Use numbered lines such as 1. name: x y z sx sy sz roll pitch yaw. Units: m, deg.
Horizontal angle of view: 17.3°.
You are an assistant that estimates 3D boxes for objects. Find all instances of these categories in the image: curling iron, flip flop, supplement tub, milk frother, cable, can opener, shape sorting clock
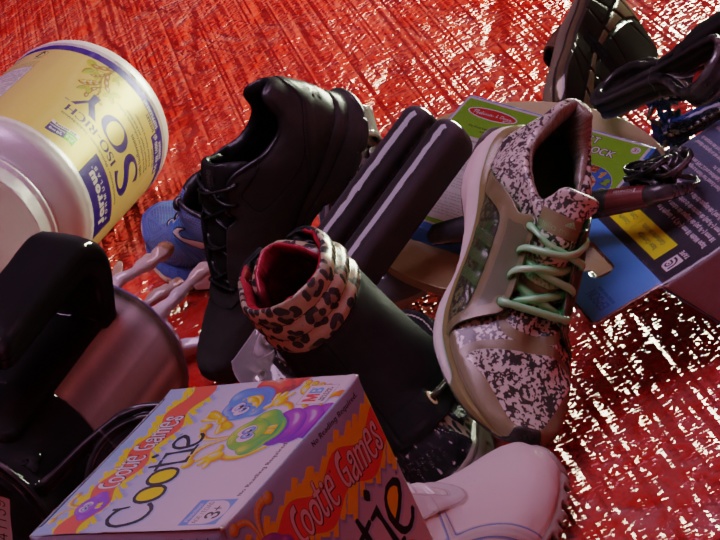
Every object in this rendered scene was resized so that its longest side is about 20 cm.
1. curling iron: 0.112 -0.034 1.329 0.199 0.026 0.049 -17 8 44
2. flip flop: 0.154 -0.139 1.634 0.057 0.081 0.200 -28 21 34
3. supplement tub: -0.249 -0.074 1.809 0.145 0.146 0.200 -12 25 30
4. milk frother: -0.140 0.096 1.344 0.199 0.181 0.188 26 36 5
5. cable: 0.198 -0.110 1.405 0.097 0.050 0.200 -53 11 -30
6. can opener: 0.000 0.000 1.388 0.053 0.067 0.200 26 75 42
7. shape sorting clock: 0.095 -0.043 1.450 0.199 0.039 0.201 -7 41 6

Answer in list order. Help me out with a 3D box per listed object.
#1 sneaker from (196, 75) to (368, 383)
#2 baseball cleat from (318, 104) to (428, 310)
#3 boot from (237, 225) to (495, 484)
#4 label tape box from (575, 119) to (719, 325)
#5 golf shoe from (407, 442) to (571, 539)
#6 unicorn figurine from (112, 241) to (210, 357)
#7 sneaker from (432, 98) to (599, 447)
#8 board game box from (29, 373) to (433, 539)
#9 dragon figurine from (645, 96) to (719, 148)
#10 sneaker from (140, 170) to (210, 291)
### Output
1. sneaker: -0.070 -0.029 1.478 0.076 0.091 0.201 17 88 50
2. baseball cleat: -0.004 -0.044 1.519 0.069 0.107 0.200 -16 23 -6
3. boot: 0.002 0.032 1.259 0.073 0.154 0.204 -35 21 9
4. label tape box: 0.205 -0.024 1.296 0.200 0.063 0.144 -33 21 1
5. golf shoe: 0.021 0.124 1.112 0.078 0.098 0.200 -2 29 49
6. unicorn figurine: -0.147 0.037 1.556 0.137 0.074 0.200 -37 8 -26
7. sneaker: 0.089 -0.007 1.218 0.089 0.077 0.201 127 152 -55
8. board game box: -0.025 0.155 0.941 0.103 0.201 0.105 -7 27 39
9. dragon figurine: 0.242 -0.103 1.453 0.099 0.059 0.200 -31 18 -11
10. sneaker: -0.093 -0.036 1.625 0.078 0.089 0.200 -35 23 -27
